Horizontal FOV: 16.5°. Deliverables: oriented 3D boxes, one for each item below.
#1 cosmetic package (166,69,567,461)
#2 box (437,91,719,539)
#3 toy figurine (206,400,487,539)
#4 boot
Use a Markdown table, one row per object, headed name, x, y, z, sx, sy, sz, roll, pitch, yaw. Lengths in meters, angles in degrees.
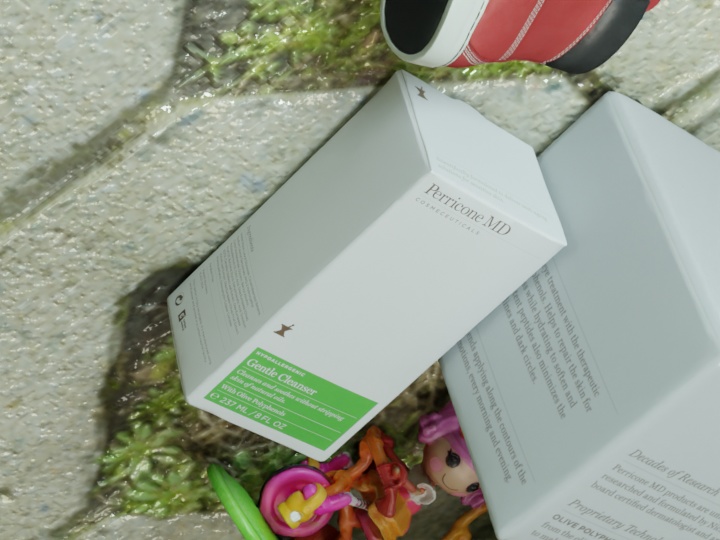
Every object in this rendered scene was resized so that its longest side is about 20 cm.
| name | x | y | z | sx | sy | sz | roll | pitch | yaw |
| --- | --- | --- | --- | --- | --- | --- | --- | --- | --- |
| cosmetic package | 0.000 | 0.000 | 1.337 | 0.108 | 0.085 | 0.200 | 26 | 124 | -34 |
| box | 0.169 | 0.052 | 1.357 | 0.200 | 0.199 | 0.171 | 25 | 123 | -37 |
| toy figurine | 0.036 | 0.145 | 1.494 | 0.184 | 0.150 | 0.200 | -35 | 111 | 0 |
| boot | 0.108 | -0.184 | 1.202 | 0.144 | 0.072 | 0.200 | 1 | 129 | -37 |
